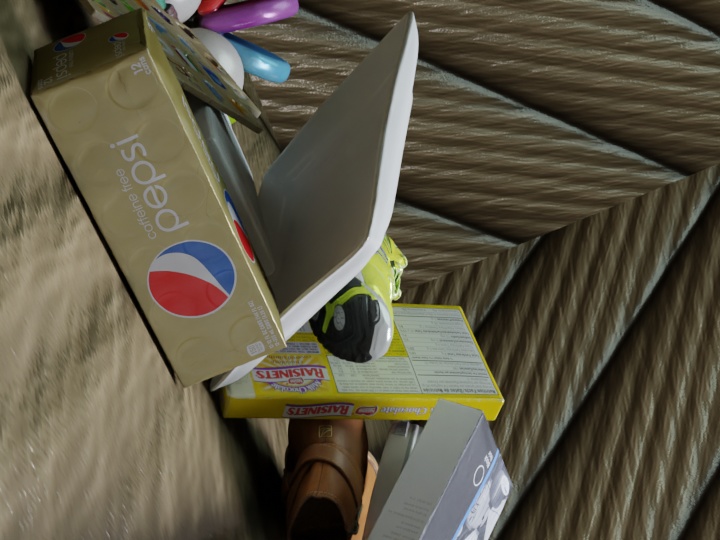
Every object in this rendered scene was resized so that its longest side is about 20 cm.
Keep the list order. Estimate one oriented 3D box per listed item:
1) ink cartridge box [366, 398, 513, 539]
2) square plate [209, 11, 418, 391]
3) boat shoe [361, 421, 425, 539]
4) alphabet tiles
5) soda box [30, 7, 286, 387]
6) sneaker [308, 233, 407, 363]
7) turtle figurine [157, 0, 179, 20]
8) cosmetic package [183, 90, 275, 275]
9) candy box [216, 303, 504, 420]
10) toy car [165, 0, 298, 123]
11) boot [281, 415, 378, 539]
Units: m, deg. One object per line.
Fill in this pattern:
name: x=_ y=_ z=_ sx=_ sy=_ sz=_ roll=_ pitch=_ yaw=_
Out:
ink cartridge box: x=0.034 y=0.191 z=0.903 sx=0.201 sy=0.039 sz=0.100 roll=-59 pitch=147 yaw=-27
square plate: x=-0.025 y=-0.039 z=0.912 sx=0.028 sy=0.200 sz=0.199 roll=26 pitch=48 yaw=-19
boat shoe: x=0.034 y=0.208 z=1.012 sx=0.072 sy=0.068 sz=0.201 roll=-36 pitch=137 yaw=-81
alphabet tiles: x=-0.143 y=-0.164 z=0.943 sx=0.167 sy=0.006 sz=0.200 roll=50 pitch=11 yaw=26
soda box: x=-0.109 y=-0.037 z=0.787 sx=0.064 sy=0.067 sz=0.201 roll=-109 pitch=177 yaw=-58
sneaker: x=0.000 y=0.000 z=0.979 sx=0.200 sy=0.076 sz=0.076 roll=-115 pitch=-145 yaw=-62
turtle figurine: x=-0.169 y=-0.253 z=1.138 sx=0.150 sy=0.100 sz=0.201 roll=-42 pitch=130 yaw=-59
cosmetic package: x=-0.115 y=-0.063 z=0.953 sx=0.200 sy=0.074 sz=0.102 roll=-115 pitch=-178 yaw=-67
candy box: x=-0.007 y=0.061 z=0.989 sx=0.103 sy=0.199 sz=0.027 roll=-109 pitch=-150 yaw=-45
toy car: x=-0.133 y=-0.236 z=1.294 sx=0.175 sy=0.149 sz=0.201 roll=-109 pitch=177 yaw=-77
boot: x=-0.026 y=0.174 z=1.025 sx=0.155 sy=0.073 sz=0.201 roll=-88 pitch=173 yaw=-53
